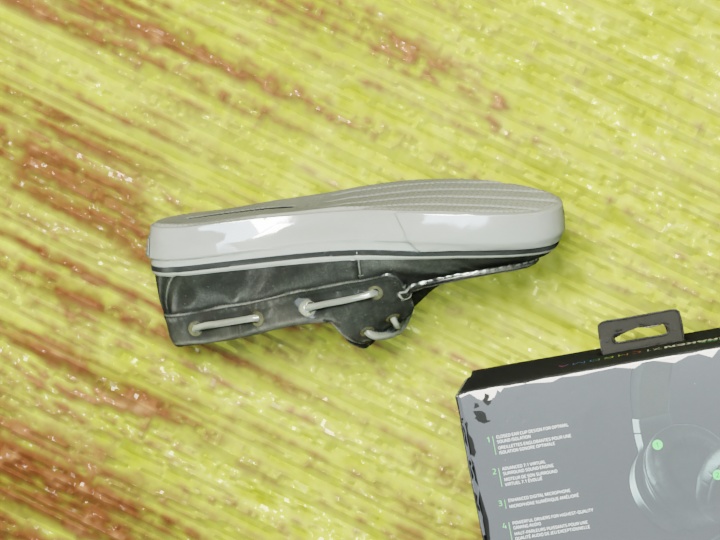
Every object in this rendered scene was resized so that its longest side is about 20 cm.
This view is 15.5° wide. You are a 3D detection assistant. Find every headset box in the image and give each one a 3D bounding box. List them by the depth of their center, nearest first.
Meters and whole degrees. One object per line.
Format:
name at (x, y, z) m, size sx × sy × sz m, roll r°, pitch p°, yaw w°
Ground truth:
headset box at (0.144, 0.119, 1.209) m, size 0.174 × 0.093 × 0.200 m, roll -11°, pitch 92°, yaw 7°

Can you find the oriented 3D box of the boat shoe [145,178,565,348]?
boat shoe at (0.000, 0.000, 1.235) m, size 0.200 × 0.072 × 0.071 m, roll -5°, pitch 103°, yaw 16°
